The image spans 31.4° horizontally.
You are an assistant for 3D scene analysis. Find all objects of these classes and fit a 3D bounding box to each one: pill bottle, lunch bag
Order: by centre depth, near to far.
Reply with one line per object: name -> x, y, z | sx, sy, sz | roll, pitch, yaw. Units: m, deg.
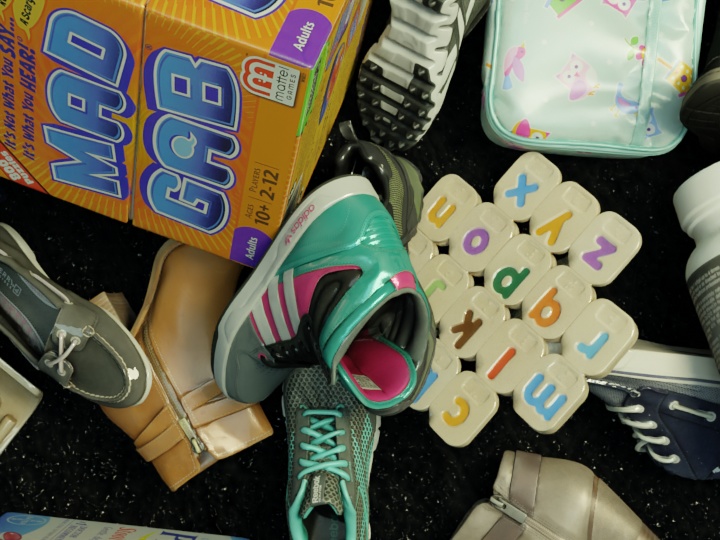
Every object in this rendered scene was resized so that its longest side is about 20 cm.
pill bottle -> 0.287, 0.026, 0.858 | 0.116, 0.116, 0.201 | -16, 71, 3
lunch bag -> 0.170, -0.182, 0.919 | 0.160, 0.077, 0.201 | 6, 93, 3

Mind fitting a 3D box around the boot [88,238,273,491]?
boot -> -0.108, 0.055, 0.934 | 0.200, 0.077, 0.156 | -34, 84, 9

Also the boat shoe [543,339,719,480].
boat shoe -> 0.208, 0.100, 0.919 | 0.199, 0.075, 0.093 | 8, 95, -9

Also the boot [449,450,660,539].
boot -> 0.129, 0.237, 0.947 | 0.146, 0.070, 0.201 | 27, 92, 8

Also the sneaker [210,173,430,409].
sneaker -> -0.021, 0.050, 0.829 | 0.121, 0.083, 0.200 | 57, 133, 29

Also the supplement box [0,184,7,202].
supplement box -> -0.389, -0.054, 0.886 | 0.200, 0.200, 0.135 | -34, 90, 3

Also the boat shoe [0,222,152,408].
boat shoe -> -0.234, 0.035, 0.921 | 0.200, 0.057, 0.067 | 39, 114, 23

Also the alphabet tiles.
alphabet tiles -> 0.096, 0.019, 0.902 | 0.196, 0.015, 0.200 | -50, 55, 4

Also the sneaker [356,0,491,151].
sneaker -> 0.051, -0.170, 0.900 | 0.066, 0.200, 0.090 | 33, 51, 19

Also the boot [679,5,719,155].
boot -> 0.268, -0.162, 0.863 | 0.073, 0.200, 0.151 | 10, 87, 22

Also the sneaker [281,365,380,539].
sneaker -> -0.022, 0.145, 0.931 | 0.077, 0.091, 0.201 | -4, 92, 2

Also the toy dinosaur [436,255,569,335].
toy dinosaur -> 0.111, 0.040, 0.947 | 0.199, 0.047, 0.088 | -22, 84, 0

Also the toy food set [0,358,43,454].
toy food set -> -0.352, 0.121, 0.960 | 0.143, 0.060, 0.200 | 39, 93, 0

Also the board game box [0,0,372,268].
board game box -> -0.107, -0.161, 0.832 | 0.199, 0.200, 0.200 | 20, 53, 2

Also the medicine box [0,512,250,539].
medicine box -> -0.186, 0.248, 0.896 | 0.199, 0.182, 0.103 | 5, 92, 2

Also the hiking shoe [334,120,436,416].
hiking shoe -> 0.000, 0.000, 0.895 | 0.075, 0.101, 0.201 | -14, 66, 25
